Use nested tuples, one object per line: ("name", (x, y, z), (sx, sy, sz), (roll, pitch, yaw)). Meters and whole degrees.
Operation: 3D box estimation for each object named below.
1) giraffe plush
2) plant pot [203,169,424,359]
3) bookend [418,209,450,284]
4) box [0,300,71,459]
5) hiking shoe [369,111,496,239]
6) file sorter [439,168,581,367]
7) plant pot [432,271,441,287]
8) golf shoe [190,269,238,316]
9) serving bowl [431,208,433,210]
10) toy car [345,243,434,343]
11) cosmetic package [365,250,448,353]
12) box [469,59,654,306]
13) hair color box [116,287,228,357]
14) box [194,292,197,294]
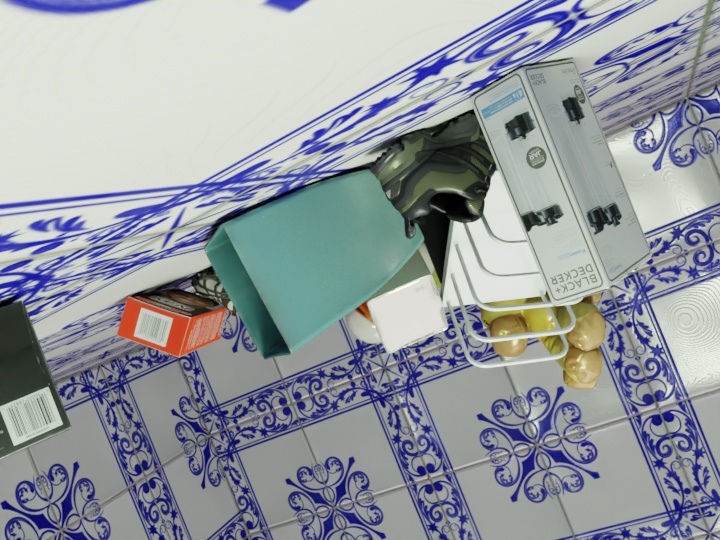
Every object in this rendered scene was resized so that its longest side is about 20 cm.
("giraffe plush", (0.237, 0.060, 1.088), (0.159, 0.175, 0.202), (0, -143, 9))
("plant pot", (-0.043, -0.020, 0.867), (0.198, 0.143, 0.141), (-31, -177, -20))
("bookend", (0.193, -0.043, 1.074), (0.197, 0.094, 0.199), (-23, 162, 7))
("box", (-0.373, 0.124, 0.739), (0.147, 0.126, 0.199), (-21, 179, -33))
("hiking shoe", (0.105, -0.101, 0.815), (0.197, 0.102, 0.076), (-23, 180, -23))
("file sorter", (0.178, -0.003, 0.900), (0.136, 0.126, 0.202), (-5, 134, -9))
("plant pot", (0.174, -0.052, 1.296), (0.185, 0.190, 0.199), (-23, -163, -22))
("golf shoe", (-0.202, 0.034, 1.229), (0.077, 0.096, 0.199), (-24, -179, -26))
("serving bowl", (0.144, -0.137, 1.006), (0.197, 0.067, 0.200), (-23, 179, 0))
("toy car", (0.000, 0.000, 1.194), (0.177, 0.199, 0.149), (-58, 157, 10))
("cosmetic package", (0.031, -0.008, 1.023), (0.086, 0.104, 0.201), (-22, -139, -1))
("box", (0.185, -0.083, 0.729), (0.060, 0.203, 0.116), (-23, 180, 41))
("hair color box", (-0.275, 0.074, 1.203), (0.100, 0.062, 0.200), (18, -177, 5))
("box", (-0.291, 0.045, 1.705), (0.141, 0.037, 0.200), (-23, 178, -1))
